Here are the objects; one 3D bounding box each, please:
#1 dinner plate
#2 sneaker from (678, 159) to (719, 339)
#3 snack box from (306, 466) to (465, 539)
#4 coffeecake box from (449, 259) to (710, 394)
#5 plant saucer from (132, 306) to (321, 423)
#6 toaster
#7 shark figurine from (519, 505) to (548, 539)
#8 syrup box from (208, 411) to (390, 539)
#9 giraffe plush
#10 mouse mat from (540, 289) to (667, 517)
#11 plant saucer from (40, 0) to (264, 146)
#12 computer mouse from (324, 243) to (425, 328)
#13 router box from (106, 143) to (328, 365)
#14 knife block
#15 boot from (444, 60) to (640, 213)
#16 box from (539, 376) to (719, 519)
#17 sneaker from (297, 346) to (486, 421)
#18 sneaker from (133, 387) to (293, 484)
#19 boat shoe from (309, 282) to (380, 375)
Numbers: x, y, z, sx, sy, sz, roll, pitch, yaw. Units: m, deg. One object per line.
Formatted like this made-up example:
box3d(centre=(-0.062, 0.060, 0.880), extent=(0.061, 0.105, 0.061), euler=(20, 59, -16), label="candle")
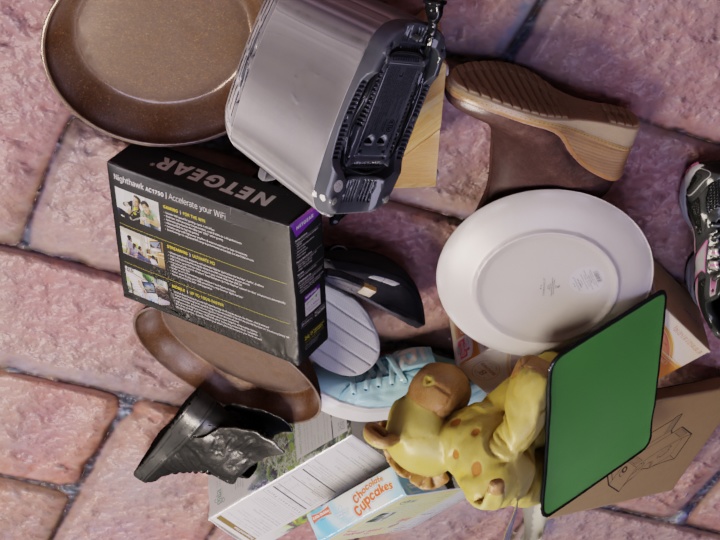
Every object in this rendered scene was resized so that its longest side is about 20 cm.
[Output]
box3d(centre=(0.169, 0.011, 1.596), extent=(0.199, 0.024, 0.201), euler=(0, 130, 0), label="dinner plate")
box3d(centre=(0.348, -0.016, 1.633), extent=(0.080, 0.087, 0.200), euler=(-12, 134, 4), label="sneaker")
box3d(centre=(0.044, 0.238, 1.820), extent=(0.116, 0.037, 0.200), euler=(-33, 162, 24), label="snack box")
box3d(centre=(0.213, 0.063, 1.708), extent=(0.200, 0.073, 0.153), euler=(-32, 129, 25), label="coffeecake box")
box3d(centre=(-0.122, 0.080, 1.668), extent=(0.200, 0.035, 0.200), euler=(22, 154, 11), label="plant saucer")
box3d(centre=(-0.022, -0.151, 1.402), extent=(0.114, 0.129, 0.201), euler=(-8, 124, -57), label="toaster")
box3d(centre=(0.162, 0.229, 1.827), extent=(0.089, 0.215, 0.128), euler=(-6, 167, 45), label="shark figurine")
box3d(centre=(-0.063, 0.203, 1.817), extent=(0.200, 0.079, 0.081), euler=(-33, 129, 25), label="syrup box")
box3d(centre=(0.099, 0.154, 1.649), extent=(0.162, 0.200, 0.173), euler=(19, 157, 25), label="giraffe plush")
box3d(centre=(0.228, 0.126, 1.636), extent=(0.161, 0.008, 0.200), euler=(-28, 135, -32), label="mouse mat")
box3d(centre=(-0.164, -0.190, 1.450), extent=(0.200, 0.037, 0.201), euler=(-3, 135, -3), label="plant saucer")
box3d(centre=(0.000, 0.000, 1.599), extent=(0.200, 0.140, 0.046), euler=(29, 90, -26), label="computer mouse")
box3d(centre=(-0.125, -0.017, 1.525), extent=(0.200, 0.051, 0.150), euler=(20, 131, 27), label="router box")
box3d(centre=(-0.018, -0.126, 1.506), extent=(0.175, 0.064, 0.200), euler=(-1, 135, -5), label="knife block")
box3d(centre=(0.135, -0.092, 1.548), extent=(0.199, 0.072, 0.167), euler=(14, 130, -23), label="boot")
box3d(centre=(0.291, 0.181, 1.793), extent=(0.200, 0.021, 0.164), euler=(-6, 134, -42), label="box")
box3d(centre=(0.036, 0.103, 1.741), extent=(0.199, 0.074, 0.082), euler=(7, 125, -23), label="sneaker")
box3d(centre=(-0.152, 0.185, 1.766), extent=(0.104, 0.060, 0.200), euler=(34, 138, -6), label="sneaker")
box3d(centre=(-0.060, 0.023, 1.650), extent=(0.072, 0.071, 0.200), euler=(-47, 118, 3), label="boat shoe")
